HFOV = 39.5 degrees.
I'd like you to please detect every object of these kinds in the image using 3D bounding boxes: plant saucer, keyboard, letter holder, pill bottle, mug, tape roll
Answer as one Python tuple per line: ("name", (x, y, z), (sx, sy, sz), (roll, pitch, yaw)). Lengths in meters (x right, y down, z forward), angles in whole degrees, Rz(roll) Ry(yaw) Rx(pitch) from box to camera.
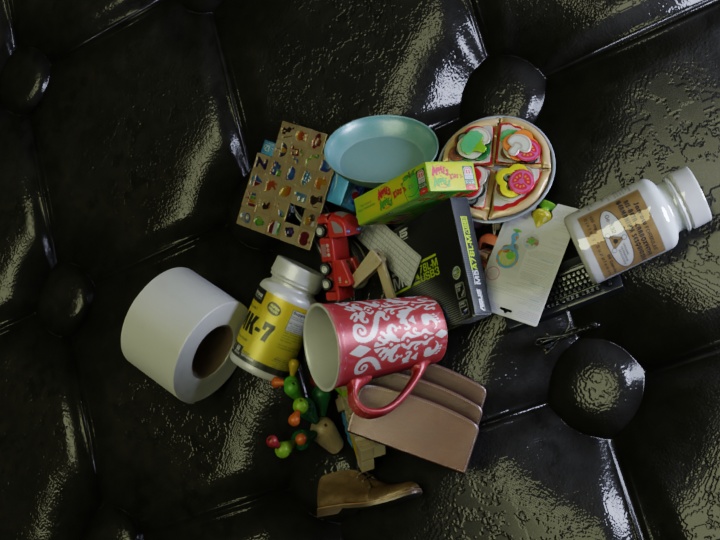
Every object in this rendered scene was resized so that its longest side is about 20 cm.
("plant saucer", (0.036, -0.197, 1.713), (0.196, 0.036, 0.202), (-4, 41, 3))
("keyboard", (0.041, -0.045, 1.707), (0.200, 0.011, 0.057), (44, 127, 46))
("letter holder", (0.095, 0.219, 1.608), (0.197, 0.101, 0.144), (19, 89, 5))
("pill bottle", (-0.143, 0.084, 1.769), (0.113, 0.114, 0.203), (25, 94, 26))
("keyboard", (0.324, 0.053, 1.599), (0.198, 0.021, 0.129), (-23, 73, 22))
("mug", (0.027, 0.127, 1.564), (0.133, 0.197, 0.181), (5, 102, 62))
("tape roll", (-0.311, 0.114, 1.798), (0.138, 0.202, 0.205), (30, 96, 25))
("pill bottle", (0.418, -0.072, 1.514), (0.198, 0.114, 0.116), (-26, 72, 12))

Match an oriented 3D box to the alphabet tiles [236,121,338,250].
("alphabet tiles", (-0.127, -0.156, 1.779), (0.165, 0.008, 0.203), (20, 94, 27))

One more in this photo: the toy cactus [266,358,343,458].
("toy cactus", (-0.090, 0.253, 1.701), (0.101, 0.166, 0.202), (-18, 35, 28))

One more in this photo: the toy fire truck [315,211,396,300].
("toy fire truck", (0.000, 0.000, 1.683), (0.139, 0.048, 0.204), (-2, 98, 36))

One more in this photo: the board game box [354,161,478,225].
("board game box", (0.087, -0.123, 1.626), (0.199, 0.100, 0.048), (-22, 77, 53))

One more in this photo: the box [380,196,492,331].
("box", (0.120, 0.005, 1.642), (0.199, 0.047, 0.197), (-27, 72, 52))

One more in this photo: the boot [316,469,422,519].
("boot", (0.010, 0.366, 1.684), (0.197, 0.073, 0.077), (-15, 67, 26))

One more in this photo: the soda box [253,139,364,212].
("soda box", (-0.091, -0.171, 1.804), (0.198, 0.068, 0.065), (22, 93, 27))

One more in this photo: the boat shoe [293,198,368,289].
("boat shoe", (-0.057, -0.050, 1.774), (0.072, 0.063, 0.201), (-41, 68, 15))

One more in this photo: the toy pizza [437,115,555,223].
("toy pizza", (0.219, -0.171, 1.640), (0.197, 0.032, 0.203), (-7, 64, 13))

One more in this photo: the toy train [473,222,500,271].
("toy train", (0.164, -0.076, 1.674), (0.198, 0.055, 0.152), (24, 93, 26))

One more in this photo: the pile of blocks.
("pile of blocks", (0.001, 0.238, 1.716), (0.061, 0.082, 0.203), (-13, 83, -18))

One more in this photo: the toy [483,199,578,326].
("toy", (0.270, -0.015, 1.612), (0.114, 0.047, 0.203), (17, 81, 28))
